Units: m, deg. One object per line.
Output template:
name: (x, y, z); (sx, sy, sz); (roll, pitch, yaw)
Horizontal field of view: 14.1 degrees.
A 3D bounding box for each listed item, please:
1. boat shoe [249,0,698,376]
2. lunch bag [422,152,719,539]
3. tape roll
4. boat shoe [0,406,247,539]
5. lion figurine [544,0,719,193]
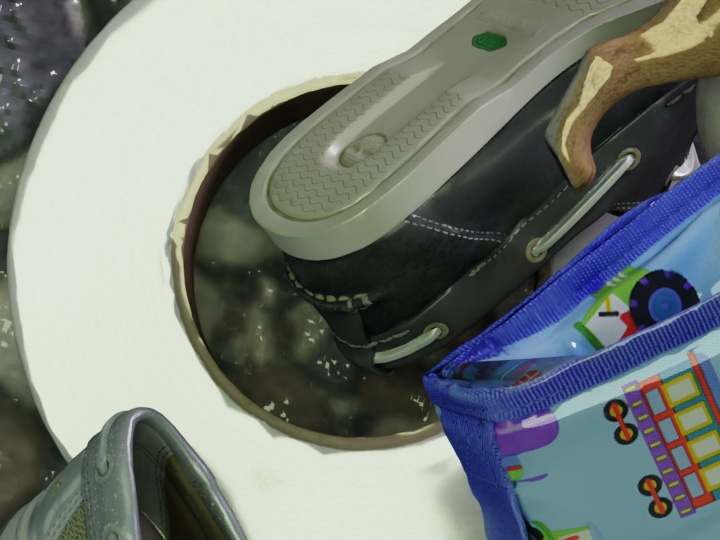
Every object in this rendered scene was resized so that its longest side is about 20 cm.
boat shoe: (0.064, -0.049, 0.793); (0.200, 0.072, 0.068); (-37, 121, -11)
lunch bag: (0.118, 0.048, 0.679); (0.200, 0.094, 0.151); (-31, 116, -12)
tape roll: (0.000, 0.000, 0.828); (0.202, 0.037, 0.203); (0, 83, 1)
boat shoe: (-0.025, 0.131, 0.742); (0.074, 0.065, 0.202); (-10, 61, -44)
lion figurine: (0.105, -0.042, 0.726); (0.122, 0.200, 0.073); (-28, 47, 0)
